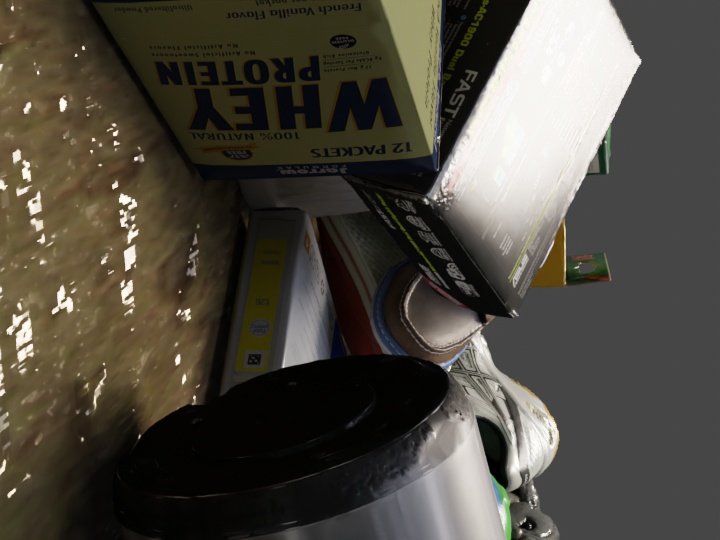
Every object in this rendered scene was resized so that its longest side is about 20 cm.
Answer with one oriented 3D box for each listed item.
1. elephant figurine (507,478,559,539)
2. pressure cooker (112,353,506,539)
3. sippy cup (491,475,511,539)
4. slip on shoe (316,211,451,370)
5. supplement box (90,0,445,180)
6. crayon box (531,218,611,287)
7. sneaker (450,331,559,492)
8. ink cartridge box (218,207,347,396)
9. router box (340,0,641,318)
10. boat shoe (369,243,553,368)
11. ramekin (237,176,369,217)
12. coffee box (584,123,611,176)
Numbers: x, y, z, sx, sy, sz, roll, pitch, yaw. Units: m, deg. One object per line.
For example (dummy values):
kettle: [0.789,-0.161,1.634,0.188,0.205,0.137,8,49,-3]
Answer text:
elephant figurine: [0.097,0.218,1.276,0.142,0.200,0.155,76,17,-46]
pressure cooker: [-0.009,0.157,0.754,0.179,0.176,0.200,-24,108,-34]
sippy cup: [0.025,0.157,1.137,0.130,0.140,0.178,62,1,-45]
slip on shoe: [0.000,0.000,1.102,0.074,0.061,0.200,4,57,-44]
supplement box: [-0.036,-0.178,0.814,0.200,0.134,0.200,64,27,-64]
crayon box: [0.088,-0.020,1.231,0.127,0.200,0.051,-61,148,-79]
sneaker: [0.066,0.090,1.258,0.088,0.200,0.076,-35,164,-52]
ink cartridge box: [-0.045,0.100,0.984,0.198,0.047,0.200,78,17,-51]
router box: [0.083,-0.093,0.958,0.200,0.062,0.150,-62,146,-16]
boat shoe: [0.073,0.000,1.065,0.072,0.072,0.200,48,36,-3]
ramekin: [-0.011,-0.129,1.010,0.200,0.105,0.200,-1,90,-79]
coffee box: [0.127,-0.136,1.462,0.044,0.200,0.123,75,19,-44]
